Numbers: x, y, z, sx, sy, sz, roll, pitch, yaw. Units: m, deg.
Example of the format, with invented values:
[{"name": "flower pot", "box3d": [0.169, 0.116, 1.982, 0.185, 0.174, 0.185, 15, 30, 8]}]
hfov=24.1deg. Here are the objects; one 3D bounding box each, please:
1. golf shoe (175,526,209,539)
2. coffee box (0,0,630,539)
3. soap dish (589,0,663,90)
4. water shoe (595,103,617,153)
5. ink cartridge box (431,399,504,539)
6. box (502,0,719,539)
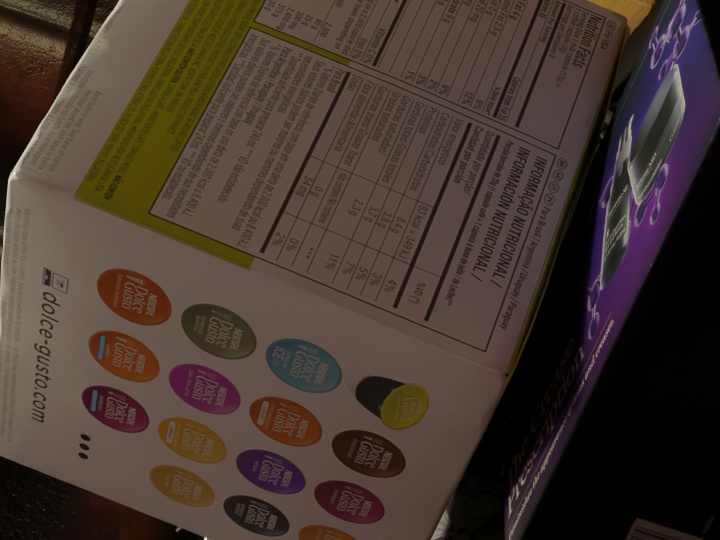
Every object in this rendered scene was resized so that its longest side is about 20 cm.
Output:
[{"name": "golf shoe", "box3d": [-0.046, 0.116, 0.922, 0.088, 0.077, 0.200, -36, 3, 3]}, {"name": "coffee box", "box3d": [-0.024, -0.013, 0.723, 0.200, 0.197, 0.201, 109, -177, -52]}, {"name": "soap dish", "box3d": [0.138, -0.189, 0.997, 0.200, 0.081, 0.158, 129, 158, -71]}, {"name": "water shoe", "box3d": [0.107, 0.010, 0.884, 0.079, 0.071, 0.201, -21, -47, -62]}, {"name": "ink cartridge box", "box3d": [0.038, 0.103, 0.821, 0.200, 0.039, 0.100, 5, 62, 59]}, {"name": "box", "box3d": [0.121, 0.006, 0.635, 0.141, 0.078, 0.201, -78, 7, -60]}]
